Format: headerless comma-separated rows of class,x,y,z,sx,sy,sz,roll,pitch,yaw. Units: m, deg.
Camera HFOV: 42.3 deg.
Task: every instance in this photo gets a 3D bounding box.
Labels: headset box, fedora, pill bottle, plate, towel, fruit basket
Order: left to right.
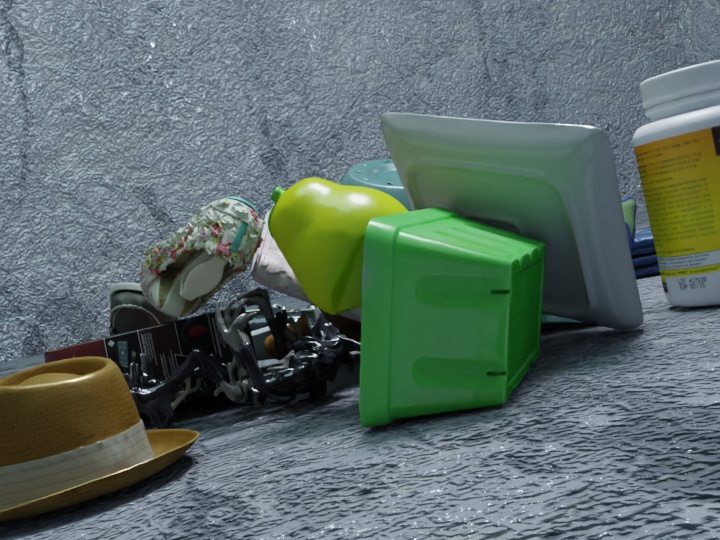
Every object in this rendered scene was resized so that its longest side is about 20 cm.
fedora,-0.209,0.105,0.615,0.200,0.082,0.201,-12,1,0
headset box,-0.197,0.093,0.876,0.199,0.075,0.149,-13,-4,-7
towel,0.000,0.000,0.868,0.199,0.032,0.191,19,20,-9
fruit basket,0.023,0.014,0.669,0.215,0.156,0.216,2,7,0
plate,0.116,-0.032,0.748,0.199,0.200,0.032,11,49,37
towel,0.397,-0.031,1.196,0.111,0.049,0.200,-12,1,30
pill bottle,0.303,-0.075,0.811,0.109,0.201,0.109,-13,2,0

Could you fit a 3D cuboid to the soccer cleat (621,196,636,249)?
soccer cleat,0.145,-0.051,0.814,0.200,0.084,0.065,18,-16,32

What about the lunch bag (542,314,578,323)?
lunch bag,0.164,-0.033,0.902,0.122,0.171,0.200,-4,1,-22

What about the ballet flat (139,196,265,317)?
ballet flat,-0.150,0.003,0.810,0.075,0.064,0.200,26,-37,-19

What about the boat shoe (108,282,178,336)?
boat shoe,-0.235,0.074,1.002,0.072,0.060,0.202,10,-26,-1

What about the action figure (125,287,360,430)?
action figure,-0.088,0.066,0.754,0.199,0.102,0.119,-15,-3,2

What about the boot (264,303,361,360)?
boot,0.004,0.056,0.996,0.144,0.071,0.201,-29,-21,35

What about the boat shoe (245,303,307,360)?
boat shoe,-0.110,0.067,1.051,0.199,0.060,0.076,-11,-39,-7

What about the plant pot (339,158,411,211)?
plant pot,0.046,-0.041,1.108,0.200,0.162,0.201,1,22,0
